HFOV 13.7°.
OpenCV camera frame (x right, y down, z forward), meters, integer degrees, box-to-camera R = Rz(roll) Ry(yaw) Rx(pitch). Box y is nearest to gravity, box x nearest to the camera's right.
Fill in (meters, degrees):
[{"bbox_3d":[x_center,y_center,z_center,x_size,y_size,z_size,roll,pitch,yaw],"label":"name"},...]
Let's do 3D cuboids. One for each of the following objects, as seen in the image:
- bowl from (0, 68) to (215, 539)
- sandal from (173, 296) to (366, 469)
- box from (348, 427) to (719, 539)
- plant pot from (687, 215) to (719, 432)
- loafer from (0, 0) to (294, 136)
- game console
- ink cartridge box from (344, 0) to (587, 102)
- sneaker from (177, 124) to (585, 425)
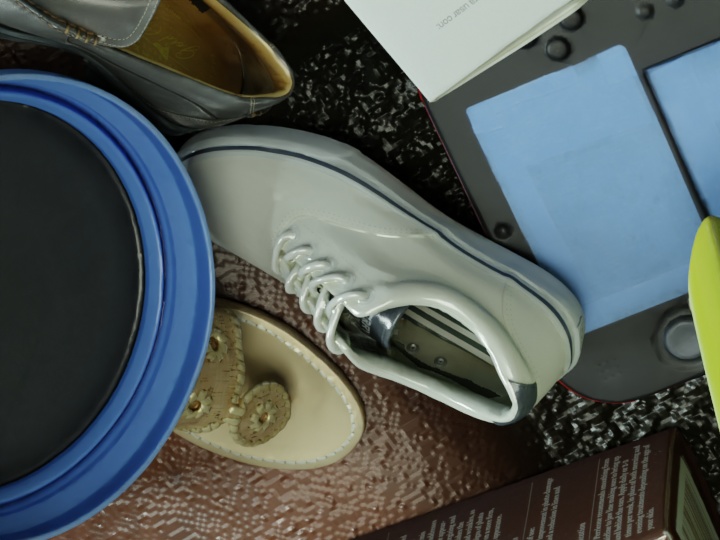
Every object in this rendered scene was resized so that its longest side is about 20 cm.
[{"bbox_3d":[-0.154,0.015,1.247,0.200,0.039,0.201,-9,106,-34],"label":"bowl"},{"bbox_3d":[-0.096,0.040,1.350,0.211,0.070,0.078,36,115,-9],"label":"sandal"},{"bbox_3d":[0.064,0.153,1.363,0.199,0.100,0.075,-19,111,17],"label":"box"},{"bbox_3d":[0.251,0.045,1.205,0.181,0.200,0.199,-33,138,29],"label":"plant pot"},{"bbox_3d":[-0.105,-0.120,1.229,0.072,0.073,0.200,1,159,40],"label":"loafer"},{"bbox_3d":[0.135,-0.049,1.295,0.176,0.031,0.200,-20,112,17],"label":"game console"},{"bbox_3d":[0.007,-0.184,1.185,0.083,0.147,0.200,-35,105,23],"label":"ink cartridge box"},{"bbox_3d":[0.000,0.000,1.300,0.200,0.071,0.073,24,128,11],"label":"sneaker"}]
